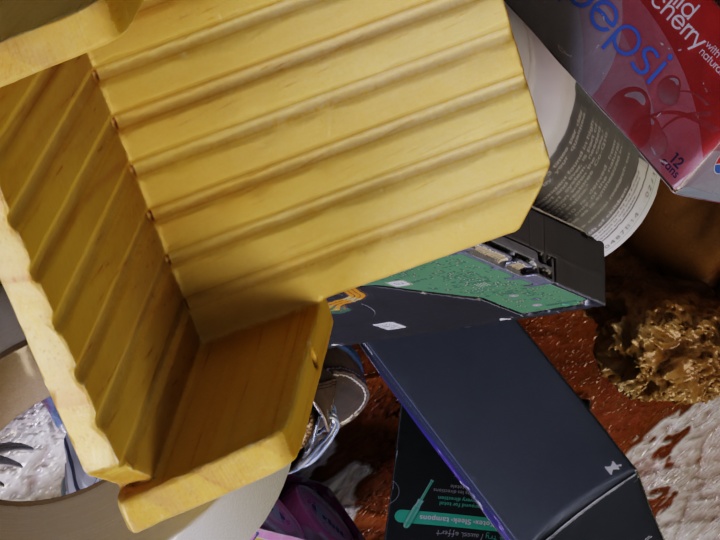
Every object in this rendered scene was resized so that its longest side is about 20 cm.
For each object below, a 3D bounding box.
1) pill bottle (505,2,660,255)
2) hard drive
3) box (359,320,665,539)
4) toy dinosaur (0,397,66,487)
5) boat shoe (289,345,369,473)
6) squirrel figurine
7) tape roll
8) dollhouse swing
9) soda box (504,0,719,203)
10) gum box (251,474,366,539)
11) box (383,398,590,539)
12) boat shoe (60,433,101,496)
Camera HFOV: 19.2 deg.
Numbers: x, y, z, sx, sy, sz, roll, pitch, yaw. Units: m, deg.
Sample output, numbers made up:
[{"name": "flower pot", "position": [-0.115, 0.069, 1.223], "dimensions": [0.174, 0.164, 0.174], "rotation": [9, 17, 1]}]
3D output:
[{"name": "pill bottle", "position": [0.065, -0.075, 1.034], "dimensions": [0.113, 0.113, 0.200], "rotation": [-44, 153, 10]}, {"name": "hard drive", "position": [0.000, 0.000, 1.021], "dimensions": [0.199, 0.038, 0.139], "rotation": [-9, 163, 35]}, {"name": "box", "position": [0.076, 0.081, 1.185], "dimensions": [0.079, 0.200, 0.141], "rotation": [-35, 152, -5]}, {"name": "toy dinosaur", "position": [-0.212, 0.099, 0.994], "dimensions": [0.199, 0.105, 0.183], "rotation": [28, 90, -48]}, {"name": "boat shoe", "position": [-0.052, 0.075, 1.159], "dimensions": [0.072, 0.073, 0.199], "rotation": [-49, 151, 20]}, {"name": "squirrel figurine", "position": [0.228, 0.007, 1.274], "dimensions": [0.200, 0.187, 0.141], "rotation": [-41, 153, 4]}, {"name": "tape roll", "position": [-0.127, 0.073, 0.929], "dimensions": [0.202, 0.203, 0.037], "rotation": [-31, 133, -15]}, {"name": "dollhouse swing", "position": [-0.029, -0.040, 0.814], "dimensions": [0.174, 0.182, 0.201], "rotation": [-12, 116, 14]}, {"name": "soda box", "position": [0.110, -0.122, 0.921], "dimensions": [0.070, 0.200, 0.063], "rotation": [-48, 152, 20]}, {"name": "gum box", "position": [-0.087, 0.175, 1.272], "dimensions": [0.113, 0.066, 0.200], "rotation": [-43, 152, 10]}, {"name": "box", "position": [0.072, 0.194, 1.322], "dimensions": [0.123, 0.201, 0.149], "rotation": [6, 146, 3]}, {"name": "boat shoe", "position": [-0.123, 0.113, 1.053], "dimensions": [0.200, 0.073, 0.067], "rotation": [-113, -135, -87]}]
